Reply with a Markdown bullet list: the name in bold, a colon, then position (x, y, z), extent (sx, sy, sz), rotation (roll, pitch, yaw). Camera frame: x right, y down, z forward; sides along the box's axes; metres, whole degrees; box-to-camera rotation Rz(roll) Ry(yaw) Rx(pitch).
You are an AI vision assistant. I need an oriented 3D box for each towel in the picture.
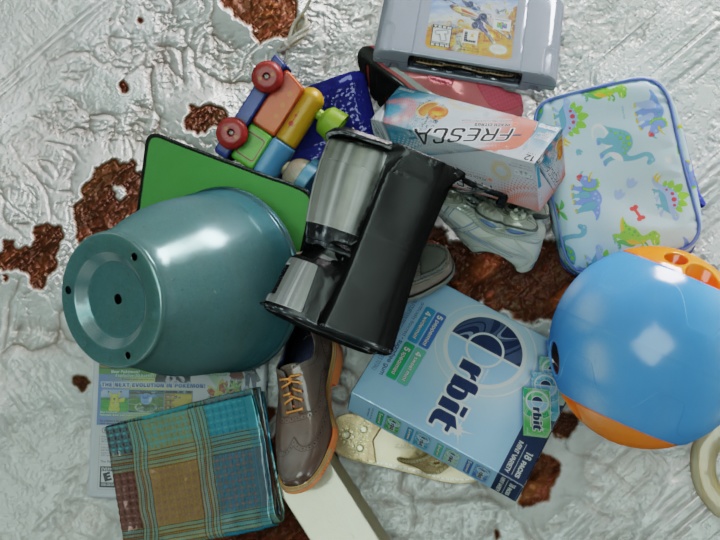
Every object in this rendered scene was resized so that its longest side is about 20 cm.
- **towel**: position (-0.180, 0.216, 1.445), extent (0.199, 0.022, 0.148), rotation (-15, 80, 22)
- **towel**: position (-0.041, -0.108, 1.504), extent (0.147, 0.050, 0.201), rotation (-15, 82, 13)

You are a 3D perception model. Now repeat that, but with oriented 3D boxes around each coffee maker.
- **coffee maker**: position (0.022, -0.019, 1.342), extent (0.191, 0.135, 0.201), rotation (18, 86, 16)

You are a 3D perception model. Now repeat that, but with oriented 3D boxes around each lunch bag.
- **lunch bag**: position (0.275, -0.097, 1.441), extent (0.160, 0.082, 0.201), rotation (-14, 82, 7)

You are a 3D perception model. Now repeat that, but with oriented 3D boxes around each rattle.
- **rattle**: position (0.382, 0.172, 1.370), extent (0.130, 0.143, 0.201), rotation (-23, 87, 23)

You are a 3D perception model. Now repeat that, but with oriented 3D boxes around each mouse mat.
- **mouse mat**: position (-0.153, -0.053, 1.480), extent (0.199, 0.008, 0.162), rotation (20, 126, 8)

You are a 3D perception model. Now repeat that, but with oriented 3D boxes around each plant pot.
- **plant pot**: position (-0.194, 0.020, 1.379), extent (0.199, 0.188, 0.201), rotation (5, 99, 33)

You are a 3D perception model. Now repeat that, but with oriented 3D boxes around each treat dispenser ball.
- **treat dispenser ball**: position (0.287, 0.076, 1.340), extent (0.200, 0.201, 0.202), rotation (-1, 83, 7)

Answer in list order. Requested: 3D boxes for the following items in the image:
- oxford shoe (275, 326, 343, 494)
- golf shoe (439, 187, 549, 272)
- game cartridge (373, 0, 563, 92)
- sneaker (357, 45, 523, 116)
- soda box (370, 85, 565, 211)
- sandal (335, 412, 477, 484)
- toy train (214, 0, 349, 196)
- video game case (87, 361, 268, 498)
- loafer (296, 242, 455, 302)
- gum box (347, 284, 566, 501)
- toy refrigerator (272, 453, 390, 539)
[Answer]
- **oxford shoe**: position (-0.067, 0.138, 1.417), extent (0.071, 0.073, 0.201), rotation (-16, 46, 21)
- **golf shoe**: position (0.110, -0.059, 1.463), extent (0.200, 0.098, 0.078), rotation (30, 50, 33)
- **game cartridge**: position (0.120, -0.267, 1.475), extent (0.199, 0.042, 0.134), rotation (9, 63, 1)
- **sneaker**: position (0.090, -0.200, 1.495), extent (0.200, 0.074, 0.087), rotation (32, 66, 12)
- **soda box**: position (0.112, -0.129, 1.411), extent (0.199, 0.069, 0.064), rotation (18, 52, 29)
- **sandal**: position (0.066, 0.186, 1.440), extent (0.210, 0.070, 0.078), rotation (4, 84, 8)
- **toy train**: position (-0.060, -0.184, 1.453), extent (0.115, 0.085, 0.201), rotation (33, 93, 4)
- **video game case**: position (-0.202, 0.162, 1.503), extent (0.199, 0.022, 0.183), rotation (0, 83, 8)
- **loafer**: position (0.000, 0.000, 1.437), extent (0.199, 0.063, 0.072), rotation (-11, 45, 4)
- **gum box**: position (0.113, 0.120, 1.419), extent (0.199, 0.045, 0.170), rotation (27, 59, 10)
- **toy refrigerator**: position (-0.012, 0.289, 1.436), extent (0.070, 0.076, 0.200), rotation (-35, 81, 2)
